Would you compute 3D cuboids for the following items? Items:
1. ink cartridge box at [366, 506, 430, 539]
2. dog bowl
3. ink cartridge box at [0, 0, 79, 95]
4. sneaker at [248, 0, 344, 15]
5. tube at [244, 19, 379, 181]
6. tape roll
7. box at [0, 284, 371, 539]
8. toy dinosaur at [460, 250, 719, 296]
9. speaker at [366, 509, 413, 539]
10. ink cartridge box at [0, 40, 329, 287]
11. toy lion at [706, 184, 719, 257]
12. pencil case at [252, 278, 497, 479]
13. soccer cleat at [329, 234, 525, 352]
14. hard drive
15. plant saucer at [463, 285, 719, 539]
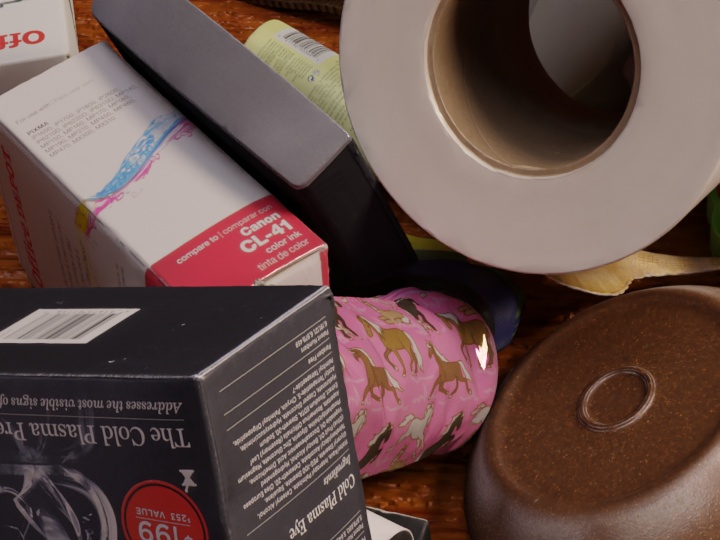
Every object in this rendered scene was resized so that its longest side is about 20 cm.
[{"bbox_3d":[-0.072,0.150,0.906,0.198,0.037,0.095,9,51,13],"label":"ink cartridge box"},{"bbox_3d":[0.150,-0.149,1.059,0.058,0.200,0.201,25,45,-22],"label":"dog bowl"},{"bbox_3d":[-0.254,-0.161,1.148,0.145,0.083,0.201,-11,50,-6],"label":"ink cartridge box"},{"bbox_3d":[0.012,-0.215,1.192,0.198,0.070,0.109,15,53,19],"label":"sneaker"},{"bbox_3d":[0.012,-0.083,1.097,0.199,0.052,0.058,32,99,22],"label":"tube"},{"bbox_3d":[0.106,-0.113,0.899,0.201,0.205,0.139,20,24,19],"label":"tape roll"},{"bbox_3d":[-0.103,0.109,0.759,0.198,0.184,0.104,-2,18,30],"label":"box"},{"bbox_3d":[0.122,-0.010,1.004,0.198,0.059,0.101,5,25,-22],"label":"toy dinosaur"},{"bbox_3d":[-0.076,0.119,0.857,0.199,0.082,0.081,23,54,21],"label":"speaker"},{"bbox_3d":[-0.105,-0.003,0.963,0.085,0.148,0.200,-31,55,-23],"label":"ink cartridge box"},{"bbox_3d":[0.266,-0.061,1.060,0.199,0.069,0.192,35,66,28],"label":"toy lion"},{"bbox_3d":[-0.004,0.051,0.867,0.083,0.087,0.200,35,14,23],"label":"pencil case"},{"bbox_3d":[0.000,0.001,1.025,0.199,0.065,0.084,22,24,25],"label":"soccer cleat"},{"bbox_3d":[-0.060,-0.077,0.961,0.042,0.135,0.200,-43,56,-9],"label":"hard drive"},{"bbox_3d":[0.133,0.073,0.901,0.199,0.037,0.201,-23,36,18],"label":"plant saucer"}]
